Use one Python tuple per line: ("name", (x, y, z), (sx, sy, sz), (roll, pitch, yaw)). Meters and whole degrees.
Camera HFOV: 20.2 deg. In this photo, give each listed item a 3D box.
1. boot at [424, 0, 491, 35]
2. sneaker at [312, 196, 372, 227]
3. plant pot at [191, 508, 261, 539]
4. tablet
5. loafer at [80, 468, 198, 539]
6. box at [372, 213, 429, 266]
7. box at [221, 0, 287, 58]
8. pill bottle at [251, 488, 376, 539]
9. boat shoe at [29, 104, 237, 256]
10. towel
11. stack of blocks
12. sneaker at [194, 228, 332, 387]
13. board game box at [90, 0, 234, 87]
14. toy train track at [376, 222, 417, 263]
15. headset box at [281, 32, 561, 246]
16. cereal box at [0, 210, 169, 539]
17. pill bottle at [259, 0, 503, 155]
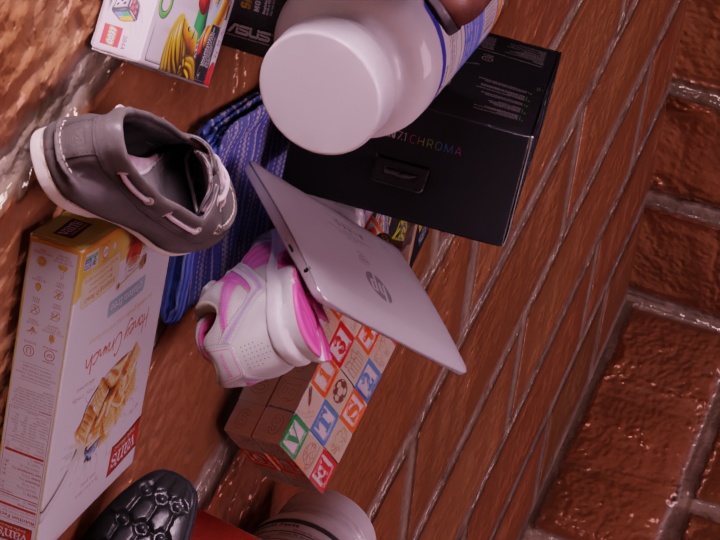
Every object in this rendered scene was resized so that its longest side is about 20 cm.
("boot", (0.123, -0.225, 1.190), (0.199, 0.069, 0.188), (-30, -173, 23))
("sneaker", (-0.027, -0.045, 1.581), (0.089, 0.080, 0.201), (118, -4, -45))
("plant pot", (-0.117, 0.321, 1.464), (0.176, 0.199, 0.201), (-34, 141, -53))
("tablet", (0.000, 0.000, 1.430), (0.014, 0.131, 0.200), (-40, 145, 16))
("loafer", (-0.171, 0.227, 1.364), (0.202, 0.068, 0.071), (-62, 172, -20))
("box", (0.016, -0.041, 1.804), (0.201, 0.044, 0.161), (88, 23, -54))
("box", (-0.028, -0.238, 1.369), (0.200, 0.048, 0.160), (-40, 144, -65))
("pill bottle", (-0.062, 0.283, 1.755), (0.200, 0.115, 0.117), (-52, 156, -55))
("boat shoe", (-0.110, -0.051, 1.153), (0.200, 0.057, 0.067), (15, 61, -64))
("towel", (-0.085, -0.055, 1.431), (0.200, 0.024, 0.146), (-44, 150, -64))
("stack of blocks", (-0.033, 0.063, 1.635), (0.201, 0.058, 0.115), (-63, 143, -22))
("sneaker", (-0.075, 0.026, 1.409), (0.200, 0.088, 0.082), (-98, 166, -79))
("board game box", (-0.093, -0.213, 1.173), (0.126, 0.034, 0.202), (3, 104, -76))
("toy train track", (0.032, -0.046, 1.611), (0.115, 0.032, 0.202), (97, 6, -65))
("headset box", (0.047, -0.112, 1.504), (0.200, 0.173, 0.093), (-67, 171, -63))
("cereal box", (-0.164, 0.053, 1.213), (0.144, 0.039, 0.202), (-46, 150, -63))
("pill bottle", (0.011, -0.154, 1.298), (0.200, 0.111, 0.113), (-51, 155, -52))
